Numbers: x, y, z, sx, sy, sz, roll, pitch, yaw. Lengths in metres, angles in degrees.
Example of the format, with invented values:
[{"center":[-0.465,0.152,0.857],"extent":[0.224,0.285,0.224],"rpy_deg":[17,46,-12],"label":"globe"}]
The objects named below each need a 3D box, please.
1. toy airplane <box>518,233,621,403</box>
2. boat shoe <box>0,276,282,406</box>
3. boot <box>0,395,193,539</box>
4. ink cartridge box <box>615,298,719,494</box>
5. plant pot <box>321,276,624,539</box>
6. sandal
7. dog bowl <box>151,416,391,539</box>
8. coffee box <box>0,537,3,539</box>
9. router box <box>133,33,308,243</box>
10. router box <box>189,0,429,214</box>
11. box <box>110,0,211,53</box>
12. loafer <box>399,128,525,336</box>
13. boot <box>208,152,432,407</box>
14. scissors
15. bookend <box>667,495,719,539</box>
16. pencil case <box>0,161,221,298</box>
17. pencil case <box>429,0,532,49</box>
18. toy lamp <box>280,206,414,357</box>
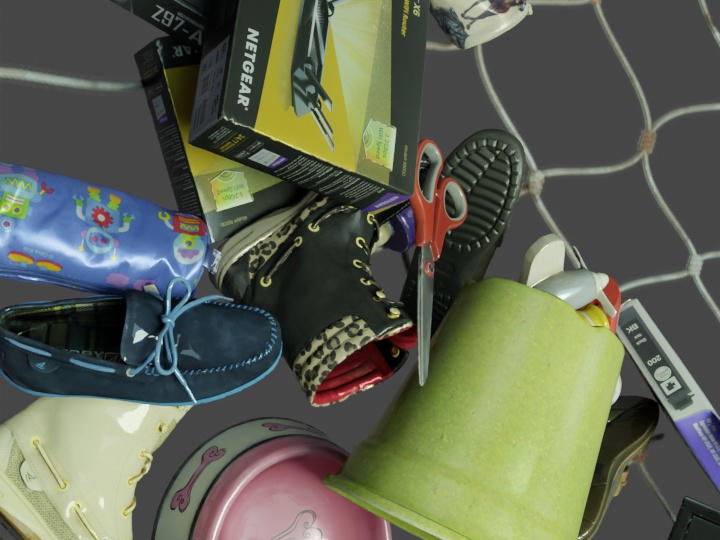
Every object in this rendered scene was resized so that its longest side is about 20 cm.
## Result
[{"center":[0.158,0.080,0.906],"extent":[0.199,0.140,0.201],"rpy_deg":[27,93,-57],"label":"toy airplane"},{"center":[-0.152,0.052,0.703],"extent":[0.196,0.069,0.085],"rpy_deg":[-8,54,-5],"label":"boat shoe"},{"center":[-0.165,0.156,0.747],"extent":[0.200,0.073,0.156],"rpy_deg":[45,63,-3],"label":"boot"},{"center":[0.322,0.150,0.973],"extent":[0.043,0.201,0.198],"rpy_deg":[-35,128,10],"label":"ink cartridge box"},{"center":[0.099,0.115,0.753],"extent":[0.199,0.199,0.186],"rpy_deg":[33,76,-25],"label":"plant pot"},{"center":[0.226,0.193,0.985],"extent":[0.201,0.081,0.055],"rpy_deg":[-53,137,-40],"label":"sandal"},{"center":[-0.060,0.219,0.815],"extent":[0.197,0.073,0.204],"rpy_deg":[3,84,-31],"label":"dog bowl"},{"center":[-0.217,0.235,0.642],"extent":[0.079,0.199,0.115],"rpy_deg":[-40,106,-26],"label":"coffee box"},{"center":[-0.067,-0.123,0.847],"extent":[0.198,0.052,0.160],"rpy_deg":[-20,97,-31],"label":"router box"},{"center":[-0.029,-0.161,0.736],"extent":[0.155,0.052,0.204],"rpy_deg":[18,67,-32],"label":"router box"},{"center":[-0.098,-0.261,0.804],"extent":[0.159,0.043,0.202],"rpy_deg":[28,61,-14],"label":"box"},{"center":[0.087,-0.034,0.893],"extent":[0.072,0.202,0.071],"rpy_deg":[30,29,12],"label":"loafer"},{"center":[0.000,0.000,0.783],"extent":[0.198,0.151,0.074],"rpy_deg":[-29,145,-15],"label":"boot"},{"center":[0.044,-0.014,0.754],"extent":[0.073,0.014,0.202],"rpy_deg":[51,39,-31],"label":"scissors"},{"center":[0.263,0.285,0.933],"extent":[0.201,0.196,0.093],"rpy_deg":[-57,151,-23],"label":"bookend"},{"center":[-0.203,-0.020,0.738],"extent":[0.197,0.078,0.088],"rpy_deg":[15,46,-29],"label":"pencil case"},{"center":[0.076,-0.296,0.934],"extent":[0.089,0.078,0.201],"rpy_deg":[-37,106,-8],"label":"pencil case"},{"center":[-0.012,-0.007,0.872],"extent":[0.200,0.058,0.059],"rpy_deg":[-42,108,-25],"label":"toy lamp"}]
